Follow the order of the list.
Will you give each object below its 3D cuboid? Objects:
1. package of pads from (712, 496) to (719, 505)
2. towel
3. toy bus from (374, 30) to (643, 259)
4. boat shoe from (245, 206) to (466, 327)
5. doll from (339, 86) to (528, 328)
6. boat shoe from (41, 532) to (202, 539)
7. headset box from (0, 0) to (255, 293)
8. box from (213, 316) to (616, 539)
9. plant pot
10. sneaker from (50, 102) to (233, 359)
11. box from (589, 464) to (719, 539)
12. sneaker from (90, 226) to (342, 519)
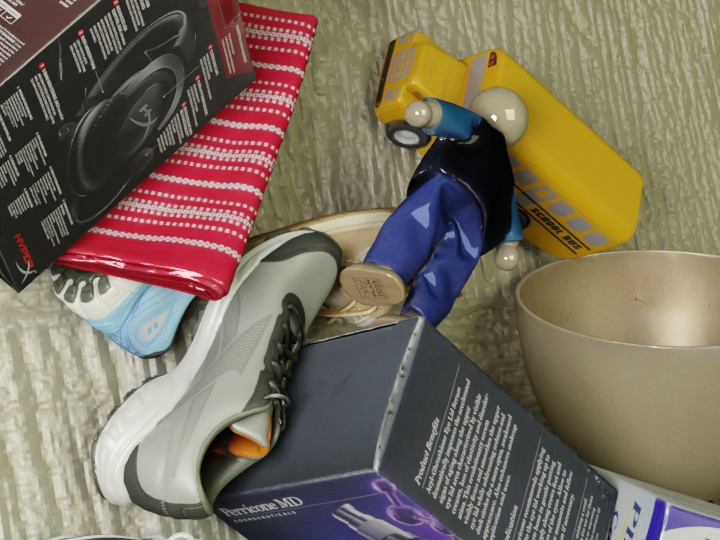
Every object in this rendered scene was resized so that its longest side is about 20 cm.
[{"bbox_3d":[0.322,0.167,1.717,0.120,0.075,0.201,-41,109,-49],"label":"package of pads"},{"bbox_3d":[-0.115,-0.078,1.271,0.023,0.144,0.201,91,13,-56],"label":"towel"},{"bbox_3d":[0.099,-0.085,1.541,0.200,0.078,0.065,38,53,-35],"label":"toy bus"},{"bbox_3d":[0.000,0.000,1.411,0.199,0.074,0.070,-8,87,-45],"label":"boat shoe"},{"bbox_3d":[0.055,-0.045,1.398,0.137,0.048,0.200,60,44,-29],"label":"doll"},{"bbox_3d":[-0.103,0.174,1.210,0.198,0.068,0.074,9,72,-23],"label":"boat shoe"},{"bbox_3d":[-0.142,-0.110,1.178,0.200,0.077,0.149,-45,154,-18],"label":"headset box"},{"bbox_3d":[0.030,0.131,1.350,0.200,0.148,0.105,40,53,-32],"label":"box"},{"bbox_3d":[0.201,0.079,1.544,0.200,0.200,0.135,-21,118,-49],"label":"plant pot"},{"bbox_3d":[-0.103,-0.035,1.322,0.090,0.078,0.200,56,51,-38],"label":"sneaker"},{"bbox_3d":[0.225,0.201,1.406,0.183,0.200,0.105,17,89,-10],"label":"box"},{"bbox_3d":[-0.063,0.061,1.287,0.200,0.079,0.074,-54,147,-26],"label":"sneaker"}]
